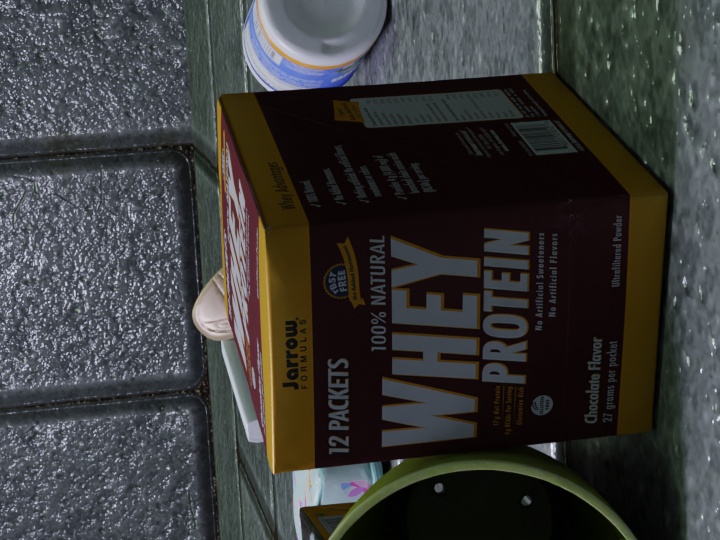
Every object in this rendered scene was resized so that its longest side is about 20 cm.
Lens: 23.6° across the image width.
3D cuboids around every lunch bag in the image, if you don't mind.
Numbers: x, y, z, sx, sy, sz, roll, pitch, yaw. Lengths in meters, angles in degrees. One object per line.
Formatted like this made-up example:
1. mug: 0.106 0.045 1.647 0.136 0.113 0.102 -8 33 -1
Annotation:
1. lunch bag: -0.023 0.219 1.697 0.161 0.076 0.201 -108 17 -57

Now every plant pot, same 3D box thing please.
1. plant pot: 0.067 0.167 0.957 0.200 0.185 0.189 -74 -19 -79

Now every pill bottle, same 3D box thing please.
1. pill bottle: -0.046 -0.213 1.523 0.200 0.111 0.113 140 124 -79

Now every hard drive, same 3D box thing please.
1. hard drive: -0.060 0.105 1.686 0.200 0.131 0.027 -118 21 -66

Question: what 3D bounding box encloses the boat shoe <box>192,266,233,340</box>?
1. boat shoe: -0.089 -0.007 1.756 0.072 0.200 0.065 43 -169 -4

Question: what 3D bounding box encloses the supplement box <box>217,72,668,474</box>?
1. supplement box: 0.034 -0.007 0.919 0.198 0.198 0.134 -115 23 -63

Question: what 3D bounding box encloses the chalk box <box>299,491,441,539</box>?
1. chalk box: 0.028 0.284 1.314 0.125 0.123 0.202 -152 56 -77
